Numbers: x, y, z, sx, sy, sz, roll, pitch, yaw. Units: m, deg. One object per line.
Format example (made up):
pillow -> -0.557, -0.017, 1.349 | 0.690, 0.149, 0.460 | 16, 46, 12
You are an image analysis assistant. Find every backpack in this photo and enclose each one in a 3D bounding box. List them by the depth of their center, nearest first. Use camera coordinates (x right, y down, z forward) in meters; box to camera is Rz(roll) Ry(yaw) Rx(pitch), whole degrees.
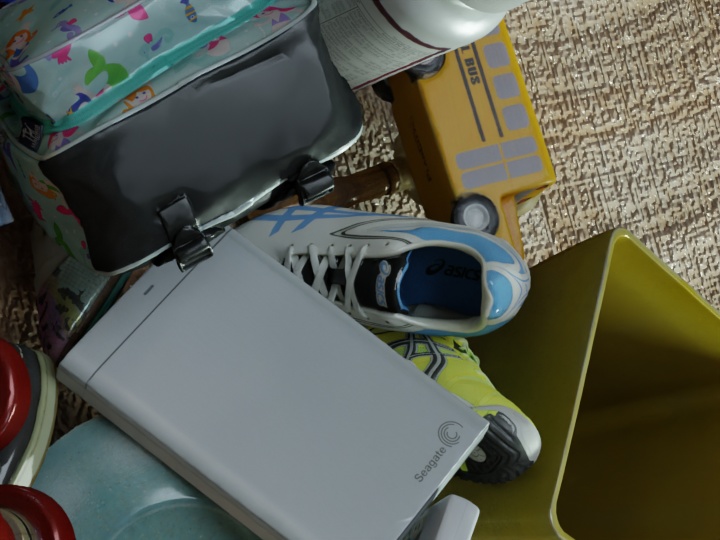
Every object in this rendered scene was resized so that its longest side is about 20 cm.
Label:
backpack -> -0.113, -0.093, 1.165 | 0.177, 0.200, 0.151 | -31, 106, -13

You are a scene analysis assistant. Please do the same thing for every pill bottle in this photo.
pill bottle -> 0.019, -0.170, 1.249 | 0.109, 0.199, 0.110 | 13, 69, -38

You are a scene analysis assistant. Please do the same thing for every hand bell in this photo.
hand bell -> 0.011, -0.058, 1.403 | 0.199, 0.104, 0.105 | -20, 91, -31

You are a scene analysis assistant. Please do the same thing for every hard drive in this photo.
hard drive -> -0.046, 0.071, 1.190 | 0.200, 0.027, 0.132 | 37, 58, 8

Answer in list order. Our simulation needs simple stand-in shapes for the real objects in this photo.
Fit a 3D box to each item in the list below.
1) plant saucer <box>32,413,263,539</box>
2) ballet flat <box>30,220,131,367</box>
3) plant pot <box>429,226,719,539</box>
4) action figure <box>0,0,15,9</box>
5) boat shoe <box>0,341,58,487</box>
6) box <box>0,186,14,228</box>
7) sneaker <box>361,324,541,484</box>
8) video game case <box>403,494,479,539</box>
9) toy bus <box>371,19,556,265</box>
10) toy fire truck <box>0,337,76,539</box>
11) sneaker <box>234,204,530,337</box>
plant saucer -> -0.104, 0.173, 1.194 | 0.200, 0.039, 0.203 | -3, 100, -20
ballet flat -> -0.145, -0.025, 1.266 | 0.071, 0.069, 0.200 | 39, 49, -4
plant pot -> 0.129, 0.118, 1.373 | 0.200, 0.176, 0.201 | 37, 56, -35
action figure -> -0.203, -0.162, 1.246 | 0.199, 0.065, 0.052 | 23, 72, -33
boat shoe -> -0.221, 0.119, 1.146 | 0.066, 0.072, 0.202 | 38, 60, -33
box -> -0.280, -0.093, 1.141 | 0.136, 0.040, 0.201 | -21, 92, -16
sneaker -> 0.044, 0.064, 1.300 | 0.076, 0.200, 0.076 | -38, 123, -19
video game case -> -0.014, 0.230, 1.210 | 0.024, 0.200, 0.183 | 29, 59, -12
toy bus -> 0.062, -0.095, 1.361 | 0.078, 0.065, 0.201 | -15, 83, -19
toy fire truck -> -0.243, 0.115, 1.065 | 0.112, 0.167, 0.201 | 28, 43, -74
sneaker -> 0.000, 0.000, 1.296 | 0.072, 0.199, 0.072 | -12, 105, -72
